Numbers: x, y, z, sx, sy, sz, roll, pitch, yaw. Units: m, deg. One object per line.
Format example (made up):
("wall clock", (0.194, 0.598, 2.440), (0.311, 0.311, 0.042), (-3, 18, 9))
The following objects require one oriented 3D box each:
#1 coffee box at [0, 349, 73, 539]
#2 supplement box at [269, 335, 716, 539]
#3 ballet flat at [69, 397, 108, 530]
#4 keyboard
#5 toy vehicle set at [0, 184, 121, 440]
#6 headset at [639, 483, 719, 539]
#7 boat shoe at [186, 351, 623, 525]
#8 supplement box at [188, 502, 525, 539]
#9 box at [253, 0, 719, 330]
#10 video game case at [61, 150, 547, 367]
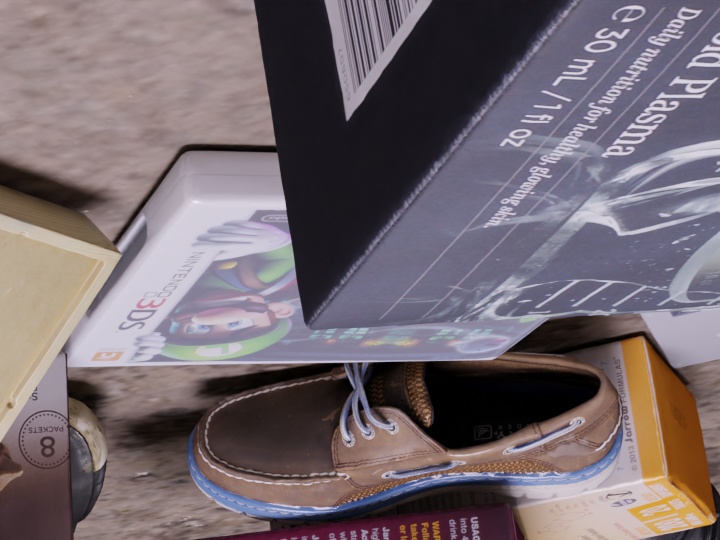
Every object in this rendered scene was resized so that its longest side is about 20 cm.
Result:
("coffee box", (-0.216, 0.091, 0.868), (0.198, 0.114, 0.080), (-1, 177, -20))
("supplement box", (0.065, 0.102, 1.103), (0.198, 0.074, 0.126), (-14, 160, 17))
("ballet flat", (-0.157, 0.097, 1.059), (0.066, 0.057, 0.200), (31, 151, -3))
("keyboard", (0.151, 0.013, 0.987), (0.056, 0.011, 0.200), (-8, 162, 14))
("toy vehicle set", (-0.179, 0.055, 0.747), (0.201, 0.026, 0.124), (-55, 145, 9))
("headset", (0.172, 0.157, 1.283), (0.198, 0.095, 0.123), (-4, 165, 24))
("boat shoe", (0.019, 0.063, 0.994), (0.198, 0.073, 0.073), (-6, 146, -1))
("supplement box", (-0.018, 0.170, 1.025), (0.198, 0.086, 0.110), (-7, 161, 6))
("box", (0.094, -0.076, 0.519), (0.195, 0.125, 0.200), (-4, 161, -19))
("video game case", (0.000, 0.000, 0.856), (0.198, 0.024, 0.182), (0, 160, -23))
